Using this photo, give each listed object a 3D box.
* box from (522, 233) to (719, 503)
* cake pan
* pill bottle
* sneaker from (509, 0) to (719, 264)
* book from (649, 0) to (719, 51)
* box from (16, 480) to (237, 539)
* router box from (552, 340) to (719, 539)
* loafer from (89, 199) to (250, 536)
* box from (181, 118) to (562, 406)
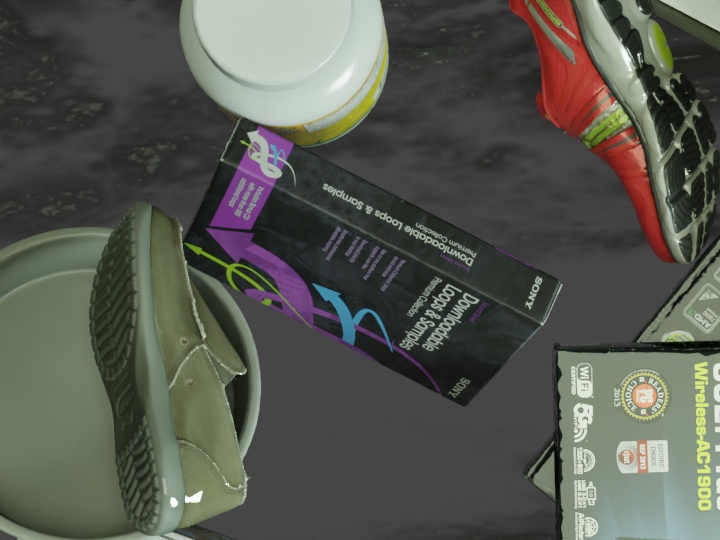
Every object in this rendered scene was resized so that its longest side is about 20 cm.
[{"bbox_3d":[0.231,0.111,1.213,0.200,0.048,0.193,41,89,4],"label":"box"},{"bbox_3d":[-0.159,0.072,1.200,0.199,0.037,0.201,3,65,-5],"label":"cake pan"},{"bbox_3d":[-0.042,-0.133,1.152,0.112,0.200,0.113,0,88,2],"label":"pill bottle"},{"bbox_3d":[0.149,-0.095,1.216,0.085,0.077,0.201,-16,102,38],"label":"sneaker"},{"bbox_3d":[0.192,-0.223,1.226,0.199,0.048,0.134,29,88,5],"label":"book"},{"bbox_3d":[-0.114,0.210,1.219,0.199,0.060,0.117,19,89,3],"label":"box"},{"bbox_3d":[0.186,0.140,1.162,0.149,0.062,0.201,-2,88,3],"label":"router box"},{"bbox_3d":[-0.106,0.055,1.162,0.069,0.075,0.201,4,64,-29],"label":"loafer"},{"bbox_3d":[0.000,0.000,1.168,0.199,0.143,0.036,26,63,-4],"label":"box"}]
